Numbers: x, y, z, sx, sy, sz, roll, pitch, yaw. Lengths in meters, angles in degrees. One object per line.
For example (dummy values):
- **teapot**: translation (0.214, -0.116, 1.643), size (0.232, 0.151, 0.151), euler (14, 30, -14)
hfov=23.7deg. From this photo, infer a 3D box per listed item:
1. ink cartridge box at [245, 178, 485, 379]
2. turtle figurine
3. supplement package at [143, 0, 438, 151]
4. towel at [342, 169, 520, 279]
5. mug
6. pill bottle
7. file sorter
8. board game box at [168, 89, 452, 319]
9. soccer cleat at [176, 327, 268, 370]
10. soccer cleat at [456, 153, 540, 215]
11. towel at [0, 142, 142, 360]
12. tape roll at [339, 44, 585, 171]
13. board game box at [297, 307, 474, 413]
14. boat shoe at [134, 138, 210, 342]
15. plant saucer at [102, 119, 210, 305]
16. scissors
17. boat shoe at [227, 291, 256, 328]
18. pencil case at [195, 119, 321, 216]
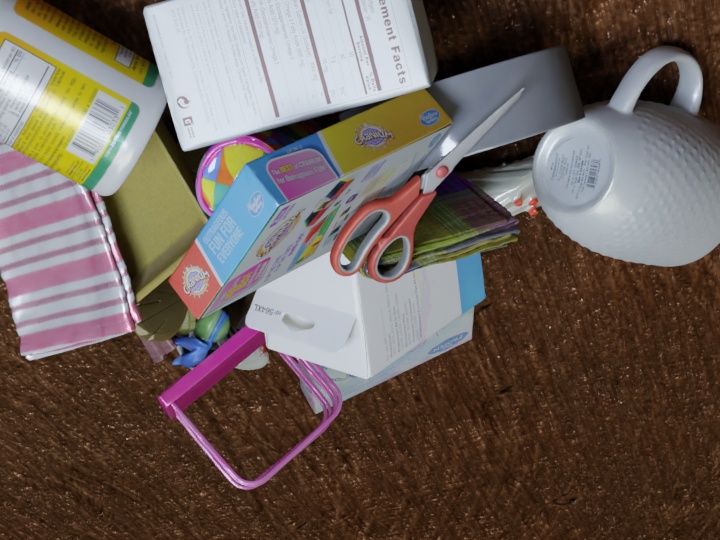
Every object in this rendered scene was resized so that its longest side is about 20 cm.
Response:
- **ink cartridge box**: translation (0.000, 0.000, 1.558), size (0.128, 0.126, 0.200), euler (13, -148, 38)
- **turtle figurine**: translation (-0.203, -0.019, 1.657), size (0.193, 0.200, 0.144), euler (21, 175, -7)
- **supplement package**: translation (-0.050, -0.178, 1.332), size (0.199, 0.118, 0.117), euler (-14, -171, 8)
- **towel**: translation (0.035, -0.047, 1.472), size (0.143, 0.200, 0.023), euler (-17, 116, -15)
- **mug**: translation (0.250, -0.107, 1.553), size (0.175, 0.148, 0.200), euler (7, 109, -50)
- **pill bottle**: translation (-0.256, -0.150, 1.324), size (0.200, 0.113, 0.113), euler (28, 139, -15)
- **file sorter**: translation (-0.103, 0.134, 1.685), size (0.139, 0.125, 0.200), euler (-40, 177, -9)
- **board game box**: translation (-0.037, -0.053, 1.307), size (0.200, 0.040, 0.153), euler (-28, 164, -43)
- **soccer cleat**: translation (-0.157, 0.079, 1.828), size (0.068, 0.085, 0.200), euler (-16, 149, 17)
- **soccer cleat**: translation (0.130, -0.078, 1.659), size (0.200, 0.078, 0.069), euler (-33, 154, 2)
- **towel**: translation (-0.272, -0.029, 1.485), size (0.146, 0.201, 0.030), euler (-15, -175, 40)
- **tape roll**: translation (0.085, -0.130, 1.448), size (0.200, 0.066, 0.200), euler (-16, -176, 1)
- **board game box**: translation (0.027, 0.055, 1.822), size (0.200, 0.043, 0.199), euler (-25, 153, -12)
- **boat shoe**: translation (-0.177, -0.038, 1.553), size (0.073, 0.201, 0.065), euler (19, 180, -39)
- **plant saucer**: translation (-0.215, -0.073, 1.476), size (0.200, 0.200, 0.048), euler (-36, 172, 39)
- **scissors**: translation (0.050, -0.071, 1.336), size (0.073, 0.014, 0.200), euler (25, 107, -35)
- **boat shoe**: translation (-0.078, 0.003, 1.740), size (0.069, 0.071, 0.200), euler (2, 158, -20)
- **pencil case**: translation (-0.080, -0.087, 1.460), size (0.088, 0.089, 0.200), euler (-16, -172, 13)
